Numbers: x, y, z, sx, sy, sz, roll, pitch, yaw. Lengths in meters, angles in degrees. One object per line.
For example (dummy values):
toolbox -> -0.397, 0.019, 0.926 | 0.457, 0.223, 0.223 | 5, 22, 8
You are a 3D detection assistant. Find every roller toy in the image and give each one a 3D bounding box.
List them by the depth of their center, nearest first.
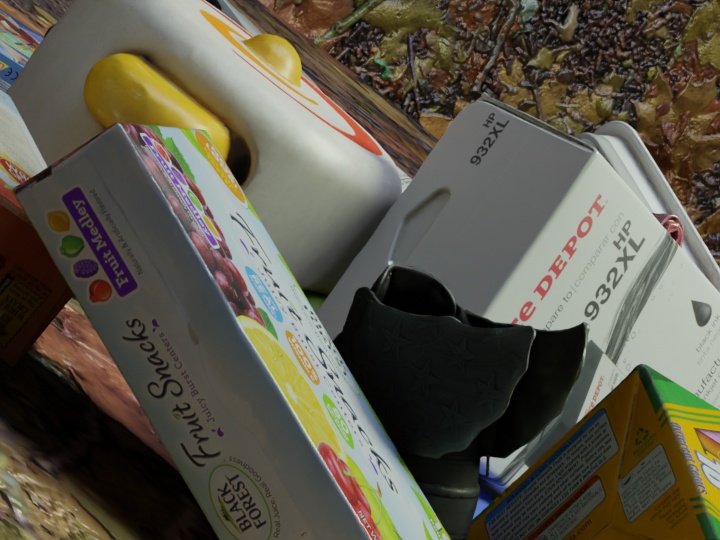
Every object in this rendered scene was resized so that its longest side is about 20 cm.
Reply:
roller toy -> -0.079, -0.053, 1.355 | 0.200, 0.140, 0.182 | 33, 9, -37

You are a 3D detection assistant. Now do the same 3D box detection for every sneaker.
sneaker -> 0.011, 0.043, 1.187 | 0.060, 0.105, 0.200 | 4, 14, -36

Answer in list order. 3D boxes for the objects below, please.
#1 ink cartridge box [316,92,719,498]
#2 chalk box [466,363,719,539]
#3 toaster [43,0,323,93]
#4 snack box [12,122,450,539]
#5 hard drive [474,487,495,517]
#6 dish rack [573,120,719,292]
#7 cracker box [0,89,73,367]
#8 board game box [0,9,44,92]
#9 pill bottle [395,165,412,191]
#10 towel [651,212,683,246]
ink cartridge box -> 0.087, 0.036, 1.359 | 0.084, 0.145, 0.200 | 28, -11, 42
chalk box -> 0.158, 0.155, 1.205 | 0.200, 0.125, 0.124 | 32, 25, -33
toaster -> -0.091, -0.098, 1.701 | 0.129, 0.114, 0.200 | 36, 5, -42
snack box -> -0.041, 0.043, 1.069 | 0.200, 0.053, 0.142 | 59, 8, 3
hard drive -> 0.071, 0.145, 1.289 | 0.200, 0.025, 0.132 | 37, 15, -16
dish rack -> 0.119, 0.031, 1.646 | 0.043, 0.200, 0.172 | 6, 41, -32
cracker box -> -0.187, -0.054, 1.134 | 0.134, 0.058, 0.200 | 37, 8, -26
board game box -> -0.194, -0.111, 1.556 | 0.200, 0.034, 0.135 | 33, 9, -43
pill bottle -> 0.000, 0.000, 1.553 | 0.200, 0.112, 0.112 | 41, 7, 14
towel -> 0.106, 0.032, 1.600 | 0.023, 0.145, 0.200 | 6, 3, -30
